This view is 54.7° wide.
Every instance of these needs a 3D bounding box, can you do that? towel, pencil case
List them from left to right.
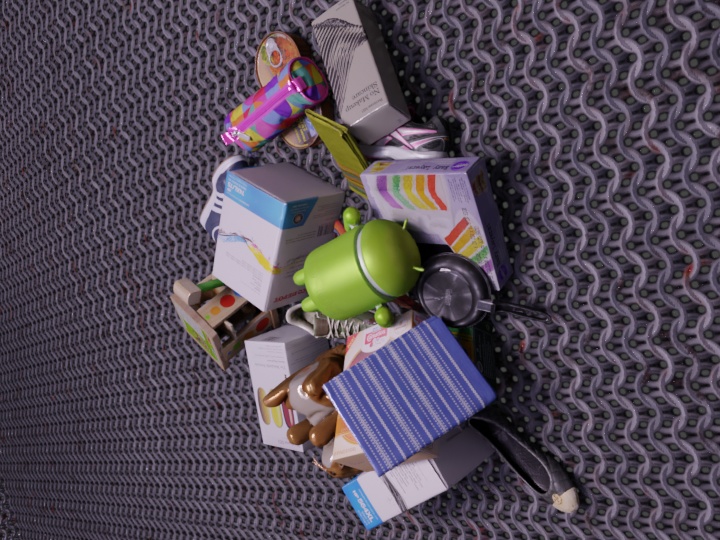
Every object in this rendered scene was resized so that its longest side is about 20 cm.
[{"bbox_3d":[-0.140,-0.263,1.129,0.200,0.088,0.089,-27,84,42],"label":"pencil case"},{"bbox_3d":[-0.018,-0.163,1.048,0.086,0.200,0.018,31,78,31],"label":"towel"},{"bbox_3d":[0.067,0.162,0.933,0.145,0.200,0.024,54,161,21],"label":"towel"}]

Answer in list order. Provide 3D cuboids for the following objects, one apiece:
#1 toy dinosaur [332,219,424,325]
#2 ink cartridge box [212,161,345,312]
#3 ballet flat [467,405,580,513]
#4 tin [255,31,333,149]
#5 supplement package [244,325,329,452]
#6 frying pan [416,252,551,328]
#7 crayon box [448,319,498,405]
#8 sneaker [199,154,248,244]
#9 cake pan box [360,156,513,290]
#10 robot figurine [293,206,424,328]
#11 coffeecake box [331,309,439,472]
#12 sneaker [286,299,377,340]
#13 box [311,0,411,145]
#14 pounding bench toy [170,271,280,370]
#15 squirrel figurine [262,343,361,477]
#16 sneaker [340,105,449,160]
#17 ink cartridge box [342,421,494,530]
[{"bbox_3d":[0.012,-0.004,1.125,0.199,0.105,0.182,-16,81,26],"label":"toy dinosaur"},{"bbox_3d":[-0.143,-0.061,1.192,0.146,0.146,0.201,31,120,30],"label":"ink cartridge box"},{"bbox_3d":[0.234,0.279,1.019,0.200,0.057,0.067,43,127,24],"label":"ballet flat"},{"bbox_3d":[-0.112,-0.303,1.172,0.112,0.042,0.201,-24,87,38],"label":"tin"},{"bbox_3d":[-0.120,0.211,1.273,0.113,0.109,0.201,-3,100,42],"label":"supplement package"},{"bbox_3d":[0.157,0.054,0.977,0.190,0.031,0.115,38,124,14],"label":"frying pan"},{"bbox_3d":[0.113,0.162,1.055,0.200,0.051,0.126,-32,45,42],"label":"crayon box"},{"bbox_3d":[-0.236,-0.117,1.308,0.109,0.070,0.200,55,137,21],"label":"sneaker"},{"bbox_3d":[0.110,-0.064,0.994,0.184,0.052,0.200,9,132,40],"label":"cake pan box"},{"bbox_3d":[0.000,0.000,0.999,0.200,0.116,0.176,-25,76,33],"label":"robot figurine"},{"bbox_3d":[0.042,0.179,1.023,0.153,0.073,0.201,-28,44,44],"label":"coffeecake box"},{"bbox_3d":[-0.042,0.096,1.186,0.200,0.090,0.067,19,113,36],"label":"sneaker"},{"bbox_3d":[-0.001,-0.292,1.011,0.082,0.068,0.201,-29,65,25],"label":"box"},{"bbox_3d":[-0.243,0.050,1.271,0.124,0.156,0.200,39,155,25],"label":"pounding bench toy"},{"bbox_3d":[-0.029,0.232,1.144,0.141,0.200,0.187,-28,97,38],"label":"squirrel figurine"},{"bbox_3d":[0.053,-0.205,1.043,0.199,0.080,0.087,17,101,28],"label":"sneaker"},{"bbox_3d":[0.090,0.311,1.093,0.200,0.146,0.084,-42,75,40],"label":"ink cartridge box"}]
